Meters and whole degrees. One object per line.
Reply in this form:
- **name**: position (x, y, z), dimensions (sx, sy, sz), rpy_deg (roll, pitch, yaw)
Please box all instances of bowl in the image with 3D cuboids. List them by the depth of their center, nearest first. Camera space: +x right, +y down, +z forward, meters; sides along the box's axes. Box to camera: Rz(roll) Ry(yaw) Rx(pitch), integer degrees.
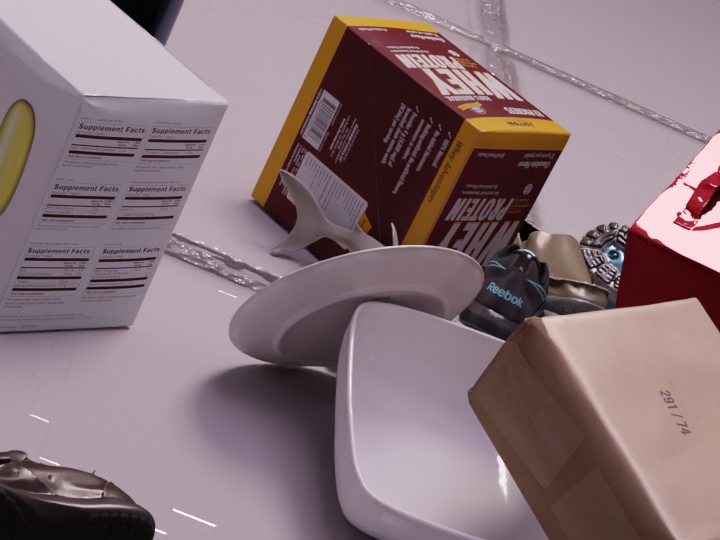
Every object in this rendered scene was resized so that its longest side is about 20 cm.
- **bowl**: position (0.065, 0.135, 1.479), dimensions (0.199, 0.075, 0.200), rpy_deg (19, 41, -19)

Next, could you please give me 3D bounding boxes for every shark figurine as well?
- **shark figurine**: position (0.007, -0.012, 1.729), dimensions (0.128, 0.090, 0.215), rpy_deg (-7, 38, -16)

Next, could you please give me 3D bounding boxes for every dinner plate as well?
- **dinner plate**: position (-0.001, 0.035, 1.549), dimensions (0.200, 0.200, 0.024), rpy_deg (6, 58, -39)

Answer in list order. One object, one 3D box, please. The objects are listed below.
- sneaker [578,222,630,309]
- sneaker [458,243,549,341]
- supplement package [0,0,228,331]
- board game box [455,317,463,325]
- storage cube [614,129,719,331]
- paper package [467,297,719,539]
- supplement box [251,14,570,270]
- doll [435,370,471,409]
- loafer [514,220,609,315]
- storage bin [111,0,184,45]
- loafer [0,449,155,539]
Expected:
- **sneaker**: position (0.278, 0.048, 1.929), dimensions (0.078, 0.090, 0.200), rpy_deg (-27, 68, -12)
- **sneaker**: position (0.136, 0.023, 1.735), dimensions (0.075, 0.079, 0.200), rpy_deg (27, 3, 6)
- **supplement package**: position (-0.240, -0.090, 1.524), dimensions (0.147, 0.200, 0.191), rpy_deg (-2, 34, -49)
- **board game box**: position (0.135, 0.113, 1.712), dimensions (0.200, 0.026, 0.200), rpy_deg (27, 22, 3)
- **storage cube**: position (0.340, 0.018, 1.767), dimensions (0.180, 0.200, 0.171), rpy_deg (27, 51, 24)
- **paper package**: position (0.207, 0.129, 1.452), dimensions (0.190, 0.103, 0.200), rpy_deg (-6, 56, -42)
- **supplement box**: position (0.043, -0.095, 1.840), dimensions (0.133, 0.197, 0.200), rpy_deg (-3, 36, -49)
- **doll**: position (0.132, 0.100, 1.636), dimensions (0.200, 0.049, 0.136), rpy_deg (14, 20, -28)
- **loafer**: position (0.172, -0.004, 1.888), dimensions (0.075, 0.070, 0.200), rpy_deg (20, 6, -27)
- **storage bin**: position (-0.274, -0.314, 2.077), dimensions (0.200, 0.146, 0.134), rpy_deg (23, 12, -9)
- **loafer**: position (-0.220, 0.144, 1.217), dimensions (0.200, 0.073, 0.071), rpy_deg (17, 17, -41)
